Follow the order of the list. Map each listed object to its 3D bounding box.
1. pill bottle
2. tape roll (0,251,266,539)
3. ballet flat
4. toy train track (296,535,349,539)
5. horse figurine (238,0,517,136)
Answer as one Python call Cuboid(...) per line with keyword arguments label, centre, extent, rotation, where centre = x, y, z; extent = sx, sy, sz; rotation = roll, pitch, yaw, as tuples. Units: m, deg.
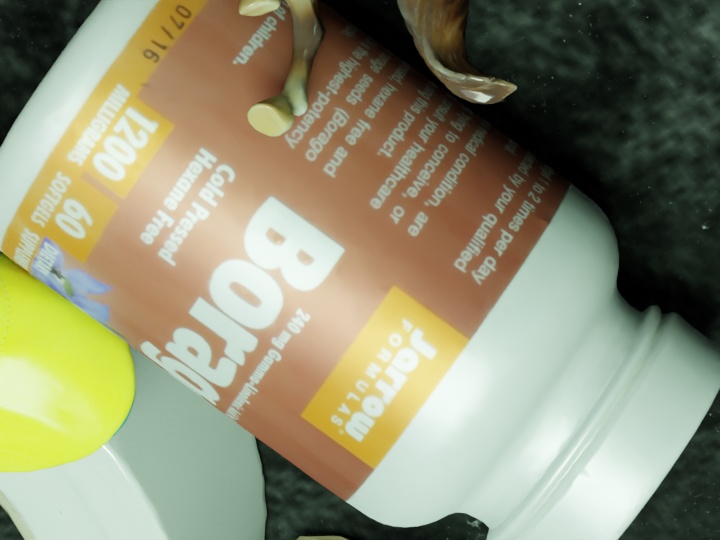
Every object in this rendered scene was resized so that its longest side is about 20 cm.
Cuboid(label="pill bottle", centre=(0.000, 0.000, 0.805), extent=(0.200, 0.112, 0.112), rotation=(36, 129, 0))
Cuboid(label="tape roll", centre=(-0.135, 0.075, 0.944), extent=(0.201, 0.071, 0.203), rotation=(13, 125, 18))
Cuboid(label="ballet flat", centre=(-0.161, 0.006, 0.834), extent=(0.199, 0.067, 0.067), rotation=(22, 172, 23))
Cuboid(label="toy train track", centre=(0.070, 0.124, 0.909), extent=(0.199, 0.033, 0.115), rotation=(19, 134, 20))
Cuboid(label="horse figurine", centre=(-0.033, -0.124, 0.749), extent=(0.200, 0.133, 0.050), rotation=(43, 136, -21))
